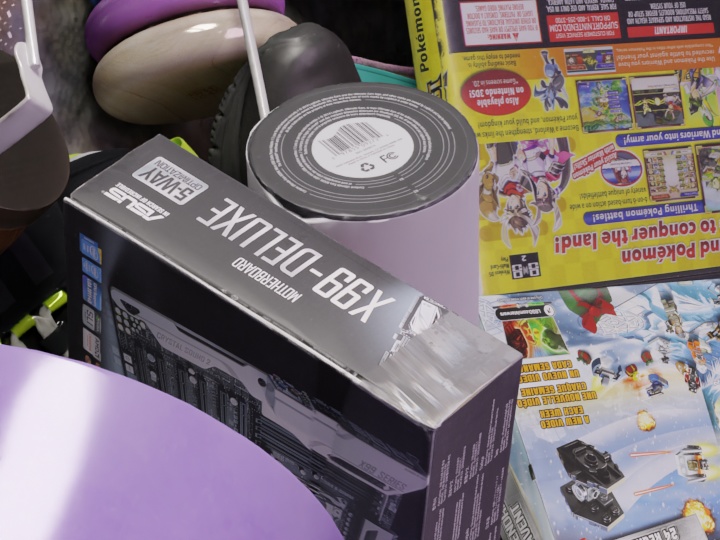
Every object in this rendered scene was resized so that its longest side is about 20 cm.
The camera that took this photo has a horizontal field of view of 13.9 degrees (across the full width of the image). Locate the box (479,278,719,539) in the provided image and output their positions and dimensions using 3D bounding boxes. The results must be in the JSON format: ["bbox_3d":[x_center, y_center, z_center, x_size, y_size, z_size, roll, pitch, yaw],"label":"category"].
[{"bbox_3d":[0.133,0.073,1.198,0.200,0.040,0.137,-3,66,-36],"label":"box"}]

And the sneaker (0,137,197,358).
[{"bbox_3d":[-0.117,0.016,1.057,0.072,0.083,0.200,49,44,-24],"label":"sneaker"}]

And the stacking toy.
[{"bbox_3d":[-0.085,-0.163,1.174,0.085,0.085,0.200,0,70,-49],"label":"stacking toy"}]

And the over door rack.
[{"bbox_3d":[-0.068,-0.113,1.043,0.148,0.067,0.200,28,53,-48],"label":"over door rack"}]

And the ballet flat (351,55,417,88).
[{"bbox_3d":[0.032,-0.050,1.260,0.200,0.071,0.069,7,67,-38],"label":"ballet flat"}]

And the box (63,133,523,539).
[{"bbox_3d":[-0.028,0.073,1.006,0.050,0.158,0.200,-37,147,-36],"label":"box"}]

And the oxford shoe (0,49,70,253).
[{"bbox_3d":[-0.172,-0.089,1.057,0.071,0.071,0.200,-5,63,-38],"label":"oxford shoe"}]

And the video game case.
[{"bbox_3d":[0.106,-0.079,1.249,0.200,0.025,0.181,-7,88,-38],"label":"video game case"}]

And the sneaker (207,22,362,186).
[{"bbox_3d":[0.000,0.000,1.145,0.076,0.091,0.200,-30,122,-38],"label":"sneaker"}]

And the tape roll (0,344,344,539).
[{"bbox_3d":[-0.106,0.115,0.941,0.200,0.200,0.085,43,47,-30],"label":"tape roll"}]

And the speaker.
[{"bbox_3d":[0.003,0.037,1.052,0.081,0.081,0.200,-54,150,-45],"label":"speaker"}]
